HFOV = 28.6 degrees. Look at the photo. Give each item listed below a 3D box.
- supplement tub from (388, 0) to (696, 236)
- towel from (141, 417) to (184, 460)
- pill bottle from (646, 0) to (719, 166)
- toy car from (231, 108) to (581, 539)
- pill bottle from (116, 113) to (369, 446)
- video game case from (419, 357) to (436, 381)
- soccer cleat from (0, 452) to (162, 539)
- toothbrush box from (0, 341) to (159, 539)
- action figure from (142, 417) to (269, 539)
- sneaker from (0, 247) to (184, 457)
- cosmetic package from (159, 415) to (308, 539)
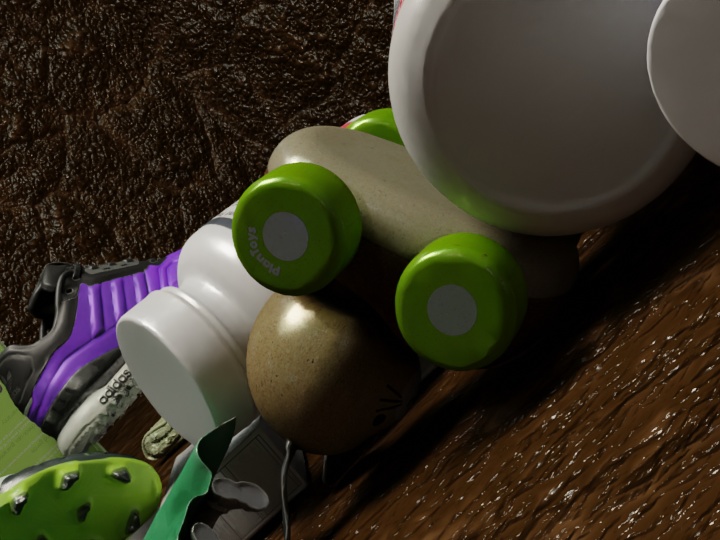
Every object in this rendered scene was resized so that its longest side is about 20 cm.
[{"bbox_3d":[0.083,-0.113,0.657,0.140,0.140,0.200,-42,15,17],"label":"supplement tub"},{"bbox_3d":[-0.164,0.131,1.626,0.200,0.037,0.149,-42,5,25],"label":"towel"},{"bbox_3d":[0.180,-0.120,0.525,0.112,0.112,0.200,-38,8,47],"label":"pill bottle"},{"bbox_3d":[0.007,0.044,0.691,0.164,0.156,0.202,-41,-28,-65],"label":"toy car"},{"bbox_3d":[-0.036,0.009,0.815,0.199,0.120,0.119,-38,2,-26],"label":"pill bottle"},{"bbox_3d":[0.060,0.020,0.868,0.200,0.017,0.143,-44,5,3],"label":"video game case"},{"bbox_3d":[-0.218,0.148,0.841,0.197,0.069,0.081,-16,18,-22],"label":"soccer cleat"},{"bbox_3d":[-0.211,0.145,0.962,0.086,0.200,0.146,-45,6,-12],"label":"toothbrush box"},{"bbox_3d":[-0.113,0.177,0.725,0.200,0.054,0.119,-51,10,39],"label":"action figure"},{"bbox_3d":[-0.158,0.020,0.910,0.200,0.099,0.070,-50,-5,-40],"label":"sneaker"},{"bbox_3d":[-0.080,0.128,0.904,0.082,0.051,0.200,-40,5,-1],"label":"cosmetic package"}]
